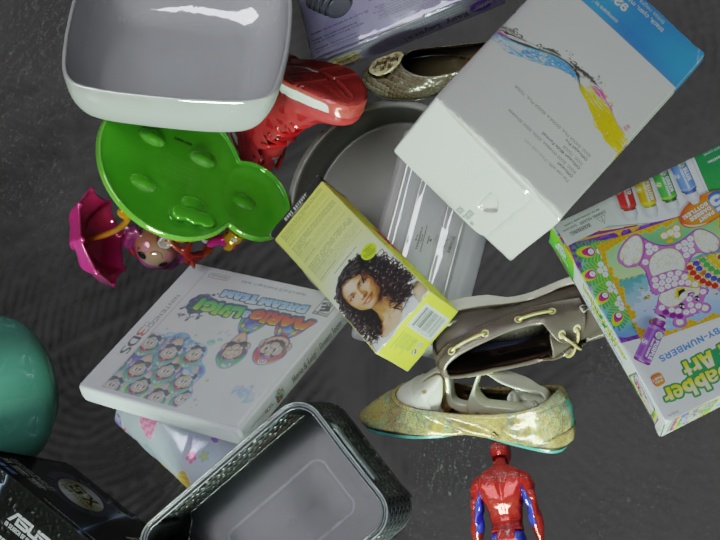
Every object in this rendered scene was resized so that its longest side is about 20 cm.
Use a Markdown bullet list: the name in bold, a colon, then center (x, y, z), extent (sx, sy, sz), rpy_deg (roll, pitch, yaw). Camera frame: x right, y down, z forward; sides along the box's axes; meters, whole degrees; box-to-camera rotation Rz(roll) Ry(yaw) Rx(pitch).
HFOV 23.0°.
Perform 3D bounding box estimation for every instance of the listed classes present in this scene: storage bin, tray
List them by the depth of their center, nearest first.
- **storage bin**: center (-0.072, 0.219, 1.521), extent (0.200, 0.094, 0.135), rpy_deg (-41, 77, 7)
- **tray**: center (0.059, -0.026, 1.596), extent (0.107, 0.022, 0.201), rpy_deg (13, 85, 24)

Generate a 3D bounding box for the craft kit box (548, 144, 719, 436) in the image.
- **craft kit box**: center (0.291, 0.008, 1.483), extent (0.199, 0.049, 0.198), rpy_deg (-26, 72, -7)

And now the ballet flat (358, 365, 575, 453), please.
- **ballet flat**: center (0.094, 0.116, 1.565), extent (0.199, 0.071, 0.071), rpy_deg (5, 81, 21)

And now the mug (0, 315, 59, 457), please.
- **mug**: center (-0.369, 0.130, 1.732), extent (0.185, 0.114, 0.152), rpy_deg (-55, 52, 44)

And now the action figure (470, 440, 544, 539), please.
- **action figure**: center (0.129, 0.245, 1.538), extent (0.065, 0.052, 0.201), rpy_deg (-9, 71, 16)

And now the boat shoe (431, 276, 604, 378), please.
- **boat shoe**: center (0.159, 0.050, 1.529), extent (0.199, 0.072, 0.060), rpy_deg (-9, 50, 1)

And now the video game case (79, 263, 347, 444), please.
- **video game case**: center (-0.132, 0.072, 1.624), extent (0.199, 0.024, 0.182), rpy_deg (12, 46, 35)

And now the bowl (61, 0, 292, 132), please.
- **bowl**: center (-0.162, -0.201, 1.601), extent (0.199, 0.075, 0.200), rpy_deg (4, 50, 0)

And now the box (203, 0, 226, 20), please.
- **box**: center (-0.142, -0.258, 1.717), extent (0.064, 0.070, 0.200), rpy_deg (49, 114, 31)

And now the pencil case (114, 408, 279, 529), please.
- **pencil case**: center (-0.138, 0.164, 1.649), extent (0.200, 0.083, 0.091), rpy_deg (37, 80, 24)

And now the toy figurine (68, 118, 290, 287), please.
- **toy figurine**: center (-0.195, -0.050, 1.687), extent (0.184, 0.199, 0.151), rpy_deg (-40, 37, 49)

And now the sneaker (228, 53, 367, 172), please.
- **sneaker**: center (-0.061, -0.137, 1.664), extent (0.200, 0.078, 0.116), rpy_deg (31, 125, 52)

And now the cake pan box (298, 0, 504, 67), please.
- **cake pan box**: center (0.028, -0.310, 1.694), extent (0.199, 0.052, 0.185), rpy_deg (-21, 74, 18)

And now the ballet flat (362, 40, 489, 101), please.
- **ballet flat**: center (0.095, -0.193, 1.631), extent (0.199, 0.046, 0.068), rpy_deg (0, 45, 21)

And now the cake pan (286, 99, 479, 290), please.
- **cake pan**: center (0.028, -0.058, 1.648), extent (0.199, 0.037, 0.201), rpy_deg (-5, 77, 22)

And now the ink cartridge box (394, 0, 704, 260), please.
- **ink cartridge box**: center (0.156, -0.139, 1.493), extent (0.145, 0.147, 0.200), rpy_deg (43, 71, 1)

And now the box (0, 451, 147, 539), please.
- **box**: center (-0.270, 0.258, 1.642), extent (0.200, 0.164, 0.086), rpy_deg (33, 93, 26)

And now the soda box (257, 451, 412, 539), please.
- **soda box**: center (-0.049, 0.252, 1.598), extent (0.200, 0.071, 0.063), rpy_deg (-47, 70, 7)

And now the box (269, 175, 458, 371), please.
- **box**: center (0.000, 0.000, 1.566), extent (0.075, 0.050, 0.200), rpy_deg (-51, 45, 6)
